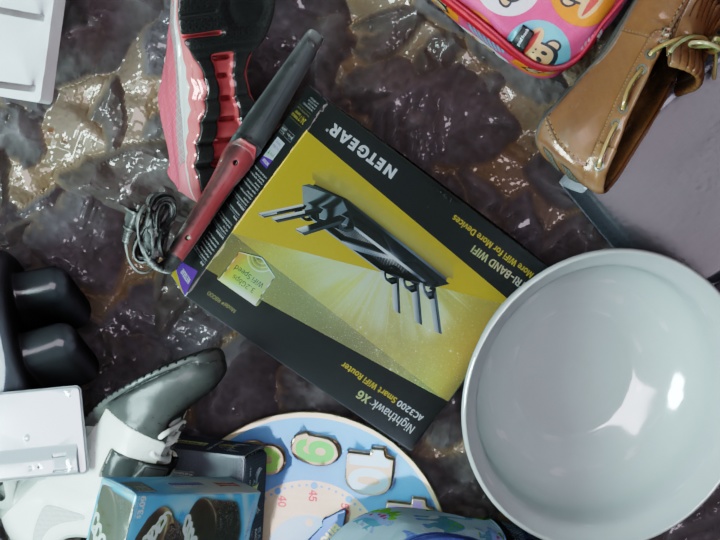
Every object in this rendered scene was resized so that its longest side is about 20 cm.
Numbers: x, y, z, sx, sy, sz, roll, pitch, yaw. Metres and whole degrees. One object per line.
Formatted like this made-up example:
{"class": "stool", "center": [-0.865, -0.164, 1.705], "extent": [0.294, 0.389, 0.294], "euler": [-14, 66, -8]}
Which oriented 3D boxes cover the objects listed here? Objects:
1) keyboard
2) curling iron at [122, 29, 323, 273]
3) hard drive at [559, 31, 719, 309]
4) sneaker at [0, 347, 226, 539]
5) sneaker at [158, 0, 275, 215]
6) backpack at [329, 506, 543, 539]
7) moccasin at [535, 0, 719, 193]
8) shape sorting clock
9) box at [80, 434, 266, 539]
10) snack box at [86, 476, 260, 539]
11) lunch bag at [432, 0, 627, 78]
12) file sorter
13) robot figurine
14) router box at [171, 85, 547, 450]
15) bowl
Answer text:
{"class": "keyboard", "center": [-0.273, 0.111, 1.449], "extent": [0.198, 0.011, 0.057], "euler": [-6, 84, 4]}
{"class": "curling iron", "center": [-0.084, -0.079, 1.466], "extent": [0.200, 0.025, 0.050], "euler": [-51, 125, -16]}
{"class": "hard drive", "center": [0.248, -0.078, 1.527], "extent": [0.200, 0.042, 0.135], "euler": [-40, 92, 4]}
{"class": "sneaker", "center": [-0.149, 0.128, 1.473], "extent": [0.200, 0.074, 0.089], "euler": [-39, 79, 22]}
{"class": "sneaker", "center": [-0.109, -0.140, 1.508], "extent": [0.073, 0.087, 0.202], "euler": [-5, 101, -33]}
{"class": "backpack", "center": [0.063, 0.251, 1.474], "extent": [0.199, 0.147, 0.184], "euler": [18, 95, -25]}
{"class": "moccasin", "center": [0.199, -0.139, 1.475], "extent": [0.078, 0.074, 0.202], "euler": [36, 80, 26]}
{"class": "shape sorting clock", "center": [-0.037, 0.197, 1.557], "extent": [0.198, 0.039, 0.202], "euler": [0, 94, 1]}
{"class": "box", "center": [-0.148, 0.212, 1.539], "extent": [0.156, 0.051, 0.202], "euler": [4, 95, 16]}
{"class": "snack box", "center": [-0.137, 0.231, 1.449], "extent": [0.037, 0.116, 0.202], "euler": [21, 100, 39]}
{"class": "lunch bag", "center": [0.119, -0.248, 1.500], "extent": [0.176, 0.082, 0.201], "euler": [37, 90, 0]}
{"class": "file sorter", "center": [-0.277, -0.220, 1.463], "extent": [0.138, 0.124, 0.202], "euler": [11, 96, 32]}
{"class": "robot figurine", "center": [-0.278, 0.058, 1.511], "extent": [0.198, 0.151, 0.126], "euler": [-14, 117, 4]}
{"class": "router box", "center": [0.000, 0.000, 1.502], "extent": [0.199, 0.052, 0.158], "euler": [35, 95, -22]}
{"class": "bowl", "center": [0.153, 0.077, 1.506], "extent": [0.199, 0.090, 0.203], "euler": [-2, 101, -12]}
